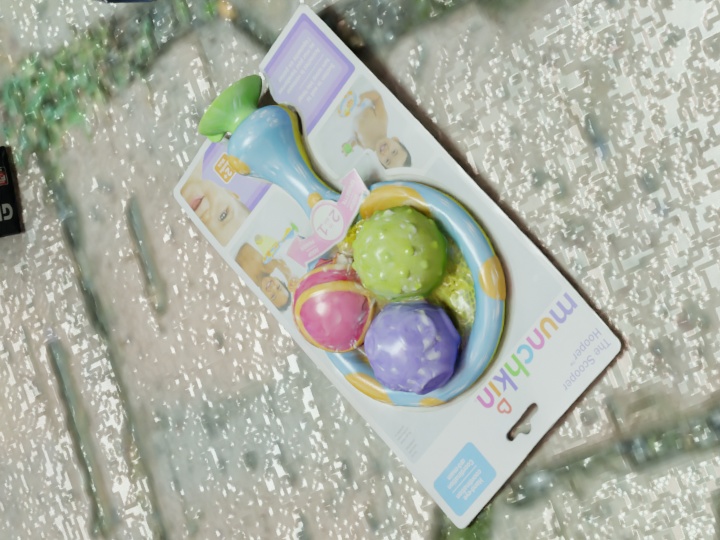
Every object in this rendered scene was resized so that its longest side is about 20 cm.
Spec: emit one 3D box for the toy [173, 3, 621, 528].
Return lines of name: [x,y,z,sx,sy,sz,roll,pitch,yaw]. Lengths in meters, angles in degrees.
toy: [0.000,0.000,0.958,0.200,0.047,0.115,50,122,20]

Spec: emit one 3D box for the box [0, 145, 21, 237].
box: [-0.284,-0.018,1.086,0.199,0.159,0.046,-7,94,34]

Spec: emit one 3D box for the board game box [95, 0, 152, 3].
board game box: [-0.177,-0.200,1.062,0.199,0.035,0.137,12,103,33]
